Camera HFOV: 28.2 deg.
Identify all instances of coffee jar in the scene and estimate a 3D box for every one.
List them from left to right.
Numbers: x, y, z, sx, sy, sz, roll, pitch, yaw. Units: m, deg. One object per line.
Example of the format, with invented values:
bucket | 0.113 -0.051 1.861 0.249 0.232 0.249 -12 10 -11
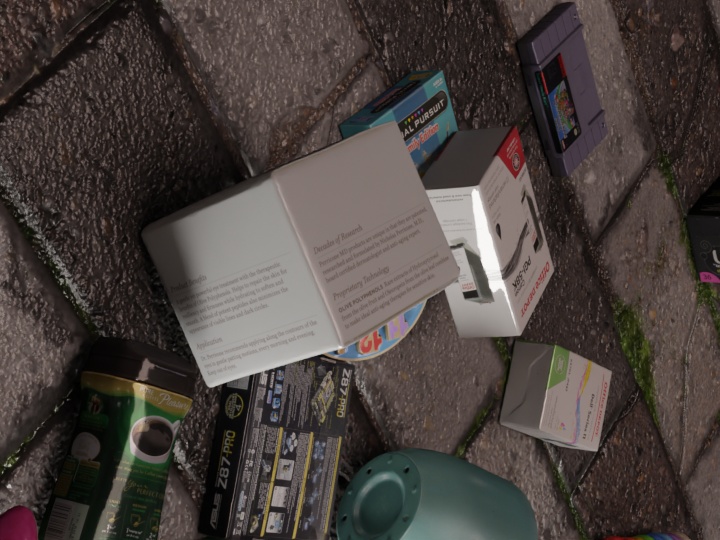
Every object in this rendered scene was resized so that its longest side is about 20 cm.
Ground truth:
coffee jar | -0.218 0.164 1.303 0.104 0.085 0.201 25 75 -47

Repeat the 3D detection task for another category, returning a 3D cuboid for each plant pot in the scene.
plant pot | 0.069 0.291 1.595 0.161 0.200 0.201 35 66 -35

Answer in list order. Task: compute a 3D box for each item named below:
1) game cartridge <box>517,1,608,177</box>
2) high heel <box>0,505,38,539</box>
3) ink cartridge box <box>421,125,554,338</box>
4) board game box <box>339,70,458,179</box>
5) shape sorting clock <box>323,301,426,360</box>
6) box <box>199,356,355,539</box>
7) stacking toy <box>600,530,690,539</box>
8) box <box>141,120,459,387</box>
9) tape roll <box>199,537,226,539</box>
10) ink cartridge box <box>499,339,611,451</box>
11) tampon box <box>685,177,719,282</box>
game cartridge | 0.273 -0.240 1.915 0.130 0.038 0.201 -48 128 -42
high heel | -0.340 0.281 1.181 0.201 0.067 0.096 -61 147 -9
ink cartridge box | 0.147 -0.043 1.644 0.147 0.083 0.201 -55 134 -49
board game box | 0.063 -0.109 1.655 0.151 0.047 0.201 -41 124 -41
shape sorting clock | 0.000 0.000 1.559 0.199 0.039 0.201 -9 106 -33
box | -0.083 0.184 1.502 0.161 0.049 0.201 15 81 -48
stacking toy | 0.418 0.425 2.122 0.200 0.085 0.086 15 82 -47
box | -0.057 -0.016 1.371 0.200 0.199 0.172 -29 97 -47
tape roll | -0.144 0.373 1.444 0.200 0.048 0.202 -6 98 -51
ink cartridge box | 0.275 0.174 1.926 0.200 0.067 0.118 24 75 -49
tampon box | 0.637 -0.078 2.284 0.200 0.149 0.127 -41 123 -40
